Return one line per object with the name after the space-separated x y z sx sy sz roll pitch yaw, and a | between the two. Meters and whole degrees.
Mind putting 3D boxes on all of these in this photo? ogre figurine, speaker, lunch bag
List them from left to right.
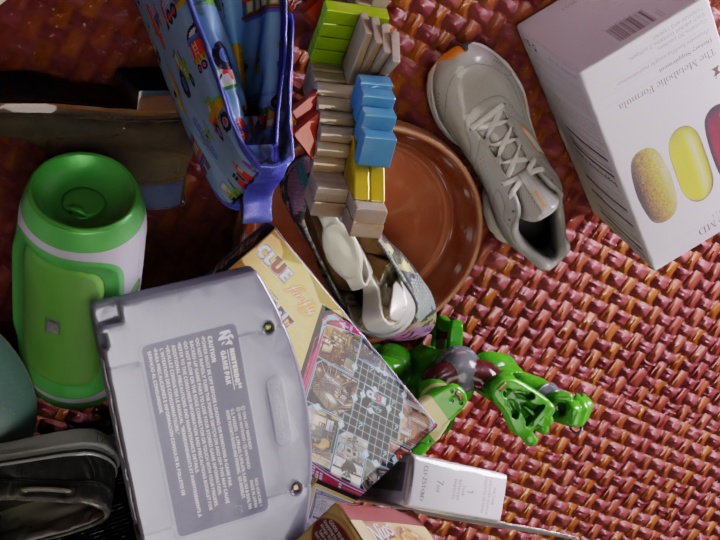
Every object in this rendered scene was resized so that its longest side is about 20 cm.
-0.198 0.012 0.857 0.088 0.089 0.200 -4 141 -18 | speaker
-0.085 -0.128 0.760 0.094 0.151 0.201 -9 86 -15 | lunch bag
0.081 0.095 1.015 0.199 0.120 0.099 -14 108 -9 | ogre figurine

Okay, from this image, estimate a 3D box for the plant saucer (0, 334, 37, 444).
-0.337 0.100 0.881 0.199 0.036 0.201 0 124 1 | plant saucer

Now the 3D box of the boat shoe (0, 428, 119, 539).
-0.268 0.168 0.862 0.199 0.071 0.072 -19 131 8 | boat shoe

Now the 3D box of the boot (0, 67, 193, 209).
-0.205 -0.083 0.840 0.199 0.075 0.097 -5 117 -20 | boot

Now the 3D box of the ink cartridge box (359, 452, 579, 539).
0.060 0.185 1.029 0.173 0.200 0.044 15 78 -28 | ink cartridge box

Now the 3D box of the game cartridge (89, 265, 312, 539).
-0.102 0.104 0.838 0.132 0.041 0.201 -12 102 -16 | game cartridge

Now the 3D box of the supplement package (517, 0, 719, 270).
0.223 -0.122 0.958 0.113 0.110 0.200 -31 125 -1 | supplement package

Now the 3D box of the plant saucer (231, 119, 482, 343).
-0.003 -0.030 0.962 0.199 0.032 0.201 -6 123 -10 | plant saucer

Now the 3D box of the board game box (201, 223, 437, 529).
-0.054 0.084 0.892 0.135 0.035 0.200 -41 108 -7 | board game box

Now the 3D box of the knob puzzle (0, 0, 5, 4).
-0.305 -0.224 0.746 0.218 0.030 0.221 -9 121 -15 | knob puzzle

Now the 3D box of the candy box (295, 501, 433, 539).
-0.042 0.256 0.894 0.200 0.055 0.115 -45 150 14 | candy box

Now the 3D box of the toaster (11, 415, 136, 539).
-0.172 0.200 0.955 0.199 0.181 0.119 -18 129 -11 | toaster

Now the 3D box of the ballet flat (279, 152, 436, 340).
0.000 0.000 0.920 0.069 0.071 0.200 -24 125 12 | ballet flat

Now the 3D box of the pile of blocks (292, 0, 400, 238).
-0.015 -0.123 0.832 0.062 0.082 0.201 3 73 -19 | pile of blocks

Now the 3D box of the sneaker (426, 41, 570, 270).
0.120 -0.086 0.950 0.076 0.092 0.200 -32 124 0 | sneaker
